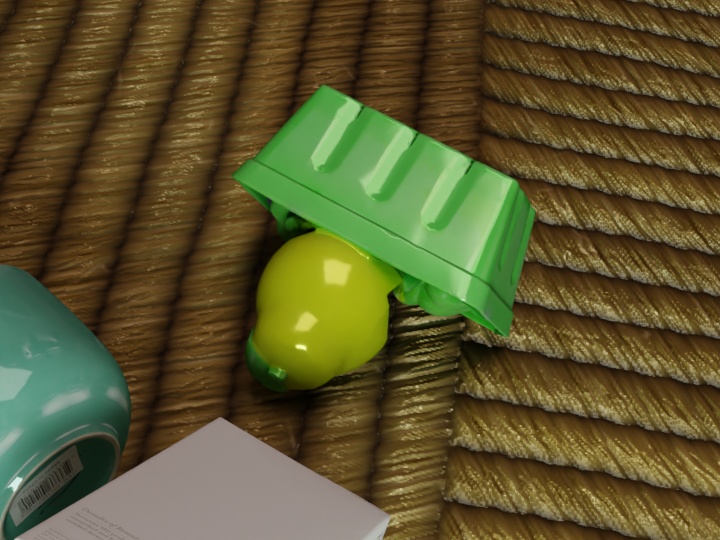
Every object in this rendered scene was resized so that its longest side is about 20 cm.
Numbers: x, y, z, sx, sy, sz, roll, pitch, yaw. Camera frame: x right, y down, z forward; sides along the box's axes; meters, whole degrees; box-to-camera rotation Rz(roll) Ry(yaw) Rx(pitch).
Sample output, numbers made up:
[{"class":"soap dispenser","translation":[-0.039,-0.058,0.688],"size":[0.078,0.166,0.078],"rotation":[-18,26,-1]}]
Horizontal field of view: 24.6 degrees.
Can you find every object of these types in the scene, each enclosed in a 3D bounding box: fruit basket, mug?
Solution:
[{"class":"fruit basket","translation":[0.000,0.000,1.129],"size":[0.213,0.155,0.218],"rotation":[-3,78,14]},{"class":"mug","translation":[-0.212,0.104,0.944],"size":[0.114,0.186,0.152],"rotation":[39,24,25]}]

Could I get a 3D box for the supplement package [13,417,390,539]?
[{"class":"supplement package","translation":[-0.089,0.179,0.847],"size":[0.119,0.122,0.200],"rotation":[27,22,17]}]
